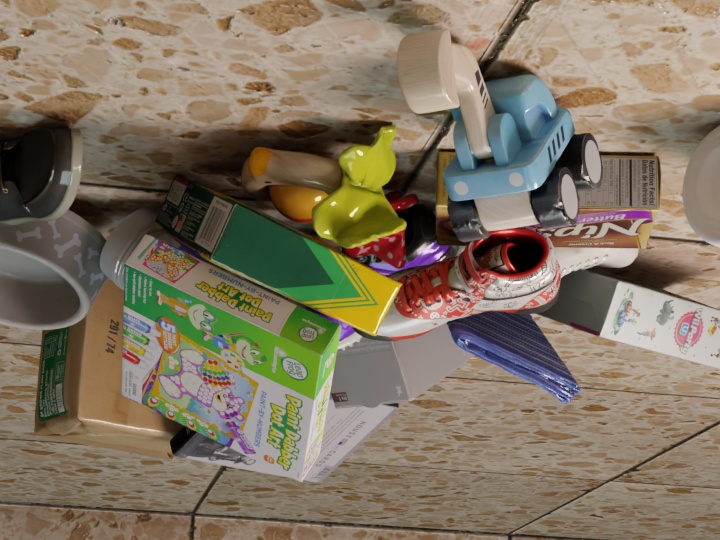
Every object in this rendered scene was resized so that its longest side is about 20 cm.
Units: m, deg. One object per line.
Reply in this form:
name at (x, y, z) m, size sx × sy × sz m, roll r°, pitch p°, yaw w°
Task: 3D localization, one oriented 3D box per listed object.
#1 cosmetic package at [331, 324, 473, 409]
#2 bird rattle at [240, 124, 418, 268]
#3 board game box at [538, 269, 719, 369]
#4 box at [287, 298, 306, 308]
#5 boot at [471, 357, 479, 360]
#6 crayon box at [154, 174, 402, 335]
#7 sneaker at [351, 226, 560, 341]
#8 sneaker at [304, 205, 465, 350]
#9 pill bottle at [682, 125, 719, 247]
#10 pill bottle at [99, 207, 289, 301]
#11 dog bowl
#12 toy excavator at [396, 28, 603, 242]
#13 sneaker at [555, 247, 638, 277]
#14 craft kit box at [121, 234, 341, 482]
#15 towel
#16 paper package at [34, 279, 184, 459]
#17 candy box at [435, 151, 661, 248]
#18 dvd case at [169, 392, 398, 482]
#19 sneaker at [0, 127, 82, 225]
cosmetic package at (0.054, 0.070, 1.904) m, size 0.106 × 0.091 × 0.200 m, roll -10°, pitch -170°, yaw 36°
bird rattle at (-0.026, -0.075, 1.633) m, size 0.162 × 0.113 × 0.200 m, roll 14°, pitch 176°, yaw 1°
board game box at (0.287, 0.045, 1.902) m, size 0.199 × 0.065 × 0.147 m, roll 13°, pitch -175°, yaw -33°
box at (-0.043, 0.055, 1.918) m, size 0.060 × 0.117 × 0.200 m, roll 3°, pitch 161°, yaw 37°
boot at (0.048, 0.080, 2.115) m, size 0.199 × 0.073 × 0.156 m, roll 6°, pitch 163°, yaw -8°
crayon box at (-0.078, -0.016, 1.645) m, size 0.172 × 0.059 × 0.200 m, roll 25°, pitch -179°, yaw -23°
sneaker at (0.083, 0.007, 1.658) m, size 0.200 × 0.068 × 0.108 m, roll -8°, pitch 156°, yaw 3°
sneaker at (0.000, 0.000, 1.791) m, size 0.200 × 0.070 × 0.100 m, roll -33°, pitch 126°, yaw 14°
pill bottle at (0.379, -0.054, 1.561) m, size 0.199 × 0.112 × 0.111 m, roll 15°, pitch 159°, yaw -39°
pill bottle at (-0.158, 0.029, 1.766) m, size 0.200 × 0.112 × 0.112 m, roll 37°, pitch 175°, yaw 21°
dog bowl at (-0.348, -0.007, 1.812) m, size 0.199 × 0.059 × 0.200 m, roll 9°, pitch 152°, yaw 5°
toy excavator at (0.097, -0.117, 1.421) m, size 0.099 × 0.201 × 0.195 m, roll -8°, pitch -155°, yaw 28°
sneaker at (0.187, -0.010, 1.780) m, size 0.199 × 0.085 × 0.073 m, roll 10°, pitch 160°, yaw -28°
craft kit box at (-0.121, 0.082, 1.635) m, size 0.196 × 0.049 × 0.201 m, roll 22°, pitch 141°, yaw 10°
towel at (0.132, 0.061, 1.798) m, size 0.144 × 0.024 × 0.200 m, roll 26°, pitch -167°, yaw -17°
paper package at (-0.244, 0.088, 1.960) m, size 0.190 × 0.201 × 0.103 m, roll 14°, pitch 158°, yaw -33°
candy box at (0.168, -0.062, 1.656) m, size 0.198 × 0.057 × 0.117 m, roll 3°, pitch 163°, yaw 3°
dvd case at (-0.079, 0.163, 1.919) m, size 0.199 × 0.025 × 0.150 m, roll 15°, pitch 133°, yaw -39°
sneaker at (-0.323, -0.084, 1.605) m, size 0.106 × 0.075 × 0.200 m, roll 9°, pitch 163°, yaw -32°
